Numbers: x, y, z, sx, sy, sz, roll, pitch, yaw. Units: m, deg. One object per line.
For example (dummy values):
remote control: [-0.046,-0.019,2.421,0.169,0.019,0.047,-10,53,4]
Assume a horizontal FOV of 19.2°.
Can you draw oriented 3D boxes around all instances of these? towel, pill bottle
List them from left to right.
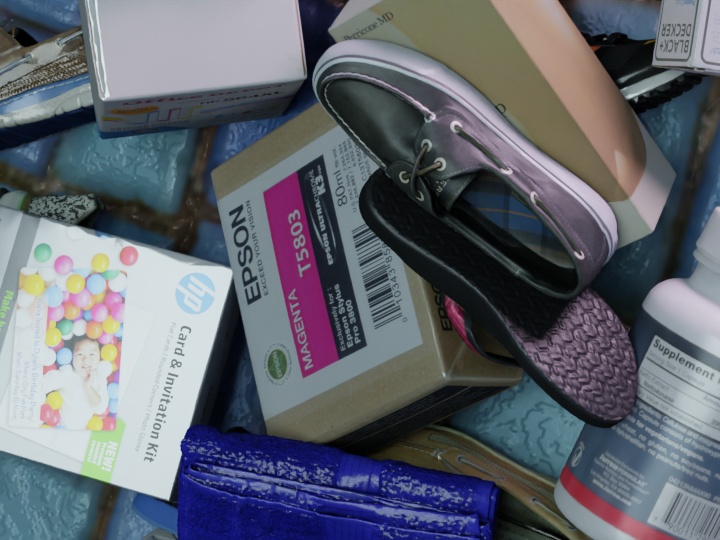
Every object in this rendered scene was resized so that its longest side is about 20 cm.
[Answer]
towel: [-0.019,0.176,1.297,0.199,0.050,0.148,11,120,11]
pill bottle: [0.206,0.071,1.249,0.119,0.120,0.201,28,101,20]

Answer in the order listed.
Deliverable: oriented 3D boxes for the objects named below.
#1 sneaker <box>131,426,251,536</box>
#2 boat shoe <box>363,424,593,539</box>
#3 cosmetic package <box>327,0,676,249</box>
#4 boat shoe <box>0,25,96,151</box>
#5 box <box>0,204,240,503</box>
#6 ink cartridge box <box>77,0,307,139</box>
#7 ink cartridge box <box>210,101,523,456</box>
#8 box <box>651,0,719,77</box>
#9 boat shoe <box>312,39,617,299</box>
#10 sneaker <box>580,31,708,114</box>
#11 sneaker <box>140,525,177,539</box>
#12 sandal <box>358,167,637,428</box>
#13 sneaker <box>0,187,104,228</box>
sneaker: [-0.059,0.151,1.389,0.199,0.070,0.078,19,103,22]
boat shoe: [0.064,0.143,1.332,0.199,0.076,0.072,13,99,25]
cosmetic package: [0.084,-0.097,1.236,0.105,0.071,0.200,-27,109,34]
boat shoe: [-0.233,-0.129,1.464,0.199,0.072,0.073,-12,81,13]
box: [-0.189,0.051,1.390,0.199,0.041,0.157,15,86,13]
ink cartridge box: [-0.109,-0.161,1.316,0.128,0.200,0.126,-8,88,-7]
ink cartridge box: [0.000,0.000,1.311,0.165,0.075,0.201,-29,68,41]
box: [0.244,-0.207,1.230,0.116,0.060,0.201,6,94,-17]
boat shoe: [0.056,-0.057,1.191,0.200,0.057,0.069,34,129,-2]
sneaker: [0.118,-0.127,1.309,0.199,0.070,0.090,-19,87,24]
sneaker: [-0.093,0.277,1.406,0.199,0.079,0.130,35,115,7]
sandal: [0.078,0.016,1.225,0.200,0.075,0.045,42,138,8]
sneaker: [-0.196,0.036,1.448,0.088,0.077,0.201,-11,89,14]
